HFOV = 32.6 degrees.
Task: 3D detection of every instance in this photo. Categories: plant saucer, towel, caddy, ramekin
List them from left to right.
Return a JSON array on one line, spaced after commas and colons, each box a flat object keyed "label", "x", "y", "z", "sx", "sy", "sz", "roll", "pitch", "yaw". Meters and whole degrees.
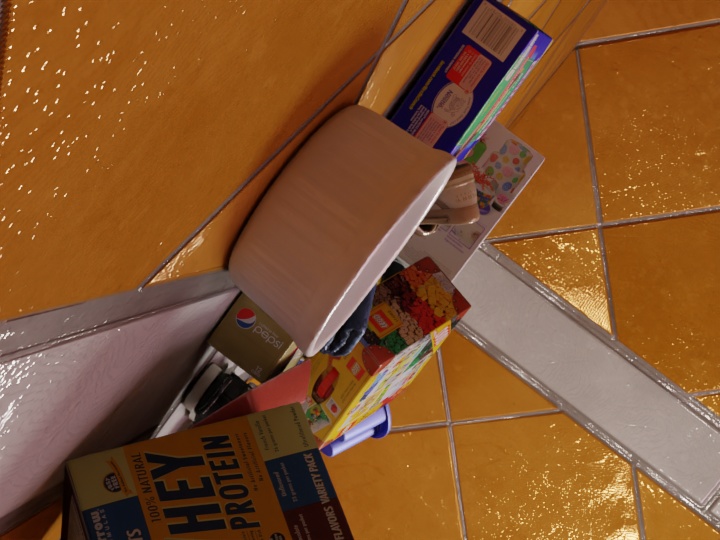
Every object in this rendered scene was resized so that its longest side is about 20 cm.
[{"label": "plant saucer", "x": -0.143, "y": 0.158, "z": 1.134, "sx": 0.199, "sy": 0.037, "sz": 0.200, "roll": -33, "pitch": 176, "yaw": 14}, {"label": "caddy", "x": -0.038, "y": 0.153, "z": 1.683, "sx": 0.105, "sy": 0.200, "sz": 0.141, "roll": -31, "pitch": 167, "yaw": -29}, {"label": "ramekin", "x": -0.019, "y": -0.038, "z": 1.002, "sx": 0.201, "sy": 0.098, "sz": 0.200, "roll": -53, "pitch": 175, "yaw": -7}, {"label": "towel", "x": -0.006, "y": -0.022, "z": 1.198, "sx": 0.112, "sy": 0.048, "sz": 0.201, "roll": 118, "pitch": -14, "yaw": -65}]

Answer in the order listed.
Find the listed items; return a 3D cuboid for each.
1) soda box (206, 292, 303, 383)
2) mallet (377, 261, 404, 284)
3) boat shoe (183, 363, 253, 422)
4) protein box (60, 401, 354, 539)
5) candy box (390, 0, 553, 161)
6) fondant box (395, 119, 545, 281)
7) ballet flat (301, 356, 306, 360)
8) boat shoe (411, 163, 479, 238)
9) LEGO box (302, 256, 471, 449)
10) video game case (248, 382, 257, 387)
[{"label": "soda box", "x": -0.089, "y": 0.062, "z": 1.224, "sx": 0.064, "sy": 0.068, "sz": 0.200, "roll": -54, "pitch": 175, "yaw": 3}, {"label": "mallet", "x": 0.000, "y": 0.000, "z": 1.378, "sx": 0.200, "sy": 0.041, "sz": 0.066, "roll": 37, "pitch": 60, "yaw": -63}, {"label": "boat shoe", "x": -0.146, "y": 0.147, "z": 1.332, "sx": 0.076, "sy": 0.060, "sz": 0.200, "roll": -53, "pitch": 175, "yaw": -3}, {"label": "protein box", "x": -0.135, "y": 0.233, "z": 1.018, "sx": 0.198, "sy": 0.135, "sz": 0.200, "roll": -12, "pitch": 150, "yaw": -22}, {"label": "candy box", "x": 0.116, "y": -0.196, "z": 1.283, "sx": 0.169, "sy": 0.077, "sz": 0.200, "roll": -54, "pitch": 176, "yaw": 14}, {"label": "fondant box", "x": 0.100, "y": -0.093, "z": 1.457, "sx": 0.200, "sy": 0.144, "sz": 0.058, "roll": -52, "pitch": 175, "yaw": -3}, {"label": "ballet flat", "x": -0.062, "y": 0.060, "z": 1.419, "sx": 0.068, "sy": 0.075, "sz": 0.200, "roll": -32, "pitch": 164, "yaw": -38}, {"label": "boat shoe", "x": 0.052, "y": -0.065, "z": 1.302, "sx": 0.071, "sy": 0.065, "sz": 0.200, "roll": -21, "pitch": -174, "yaw": -29}, {"label": "LEGO box", "x": 0.012, "y": 0.093, "z": 1.355, "sx": 0.149, "sy": 0.077, "sz": 0.200, "roll": -30, "pitch": 163, "yaw": -36}, {"label": "video game case", "x": -0.209, "y": 0.235, "z": 1.583, "sx": 0.182, "sy": 0.024, "sz": 0.200, "roll": -54, "pitch": 176, "yaw": 10}]
